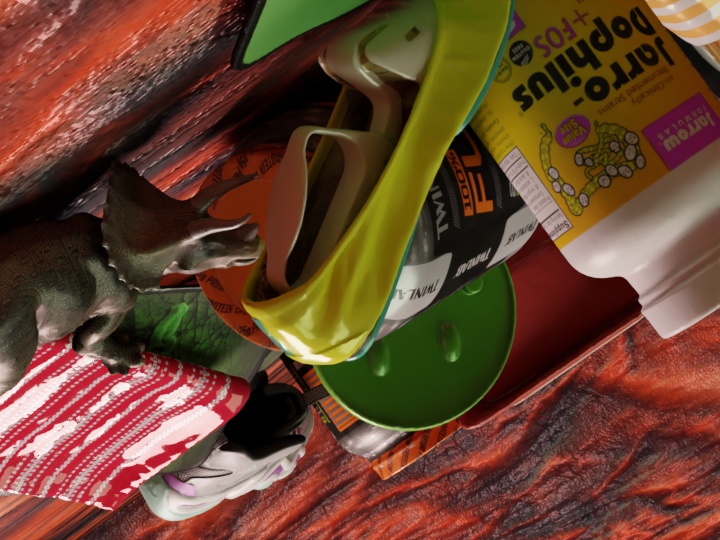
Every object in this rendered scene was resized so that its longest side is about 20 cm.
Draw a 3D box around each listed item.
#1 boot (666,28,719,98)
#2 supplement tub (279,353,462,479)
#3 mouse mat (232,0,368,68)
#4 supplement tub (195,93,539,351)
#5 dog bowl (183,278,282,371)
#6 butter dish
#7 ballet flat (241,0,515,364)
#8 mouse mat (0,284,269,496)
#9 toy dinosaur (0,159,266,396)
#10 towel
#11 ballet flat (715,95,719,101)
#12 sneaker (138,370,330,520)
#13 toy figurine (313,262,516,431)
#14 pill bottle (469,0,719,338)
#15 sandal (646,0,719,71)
[{"bbox_3d":[0.194,-0.135,0.836,0.200,0.066,0.165,12,138,-46],"label":"boot"},{"bbox_3d":[0.001,0.067,1.120,0.122,0.200,0.123,-35,175,-3],"label":"supplement tub"},{"bbox_3d":[0.045,-0.147,0.471,0.200,0.008,0.161,-32,174,-22],"label":"mouse mat"},{"bbox_3d":[0.008,-0.034,0.691,0.122,0.123,0.200,-39,175,34],"label":"supplement tub"},{"bbox_3d":[-0.150,0.078,0.964,0.200,0.074,0.200,-35,174,-4],"label":"dog bowl"},{"bbox_3d":[0.117,-0.009,1.021,0.199,0.148,0.200,-37,-162,16],"label":"butter dish"},{"bbox_3d":[0.005,-0.059,0.550,0.067,0.067,0.201,14,-101,52],"label":"ballet flat"},{"bbox_3d":[-0.136,0.075,0.819,0.160,0.008,0.200,-3,141,-35],"label":"mouse mat"},{"bbox_3d":[-0.140,0.014,0.550,0.200,0.077,0.102,-25,150,-25],"label":"toy dinosaur"},{"bbox_3d":[-0.172,0.091,0.775,0.144,0.023,0.200,-38,149,21],"label":"towel"},{"bbox_3d":[0.231,-0.068,0.834,0.069,0.070,0.200,-38,146,27],"label":"ballet flat"},{"bbox_3d":[-0.064,0.114,1.006,0.140,0.078,0.200,-38,175,32],"label":"sneaker"},{"bbox_3d":[0.000,0.000,0.944,0.150,0.201,0.184,-11,-173,-20],"label":"toy figurine"},{"bbox_3d":[0.119,-0.069,0.650,0.104,0.200,0.104,-35,175,-3],"label":"pill bottle"},{"bbox_3d":[0.201,-0.153,0.716,0.206,0.059,0.079,25,106,-45],"label":"sandal"}]
